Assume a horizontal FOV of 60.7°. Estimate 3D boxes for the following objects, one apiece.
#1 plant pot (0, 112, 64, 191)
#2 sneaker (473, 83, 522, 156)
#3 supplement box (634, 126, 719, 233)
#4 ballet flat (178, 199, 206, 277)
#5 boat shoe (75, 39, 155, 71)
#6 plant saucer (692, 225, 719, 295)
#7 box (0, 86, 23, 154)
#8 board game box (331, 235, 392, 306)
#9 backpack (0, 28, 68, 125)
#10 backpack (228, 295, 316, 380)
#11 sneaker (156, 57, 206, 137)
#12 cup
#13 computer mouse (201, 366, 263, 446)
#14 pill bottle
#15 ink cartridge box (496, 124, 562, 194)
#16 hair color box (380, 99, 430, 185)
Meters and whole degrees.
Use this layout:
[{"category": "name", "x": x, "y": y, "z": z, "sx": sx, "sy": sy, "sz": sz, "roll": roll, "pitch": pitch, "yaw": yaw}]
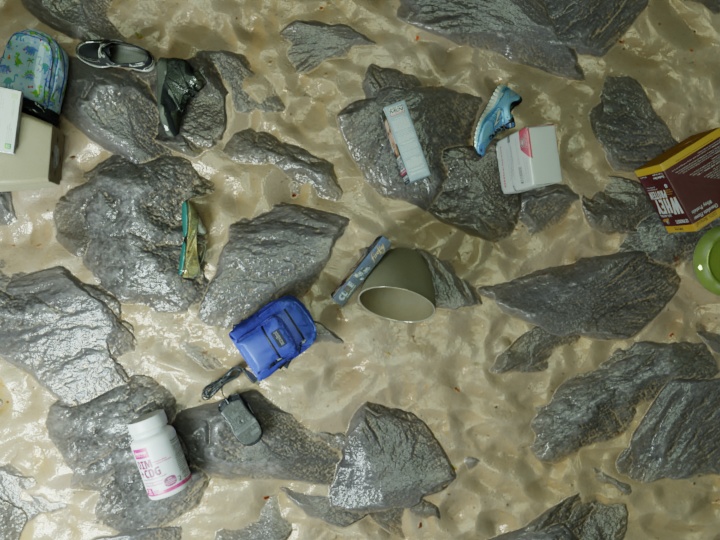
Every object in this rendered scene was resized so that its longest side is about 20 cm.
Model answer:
[{"category": "plant pot", "x": -0.831, "y": -0.288, "z": 1.492, "sx": 0.176, "sy": 0.200, "sz": 0.201, "roll": 5, "pitch": 91, "yaw": -16}, {"category": "sneaker", "x": 0.360, "y": -0.389, "z": 1.616, "sx": 0.090, "sy": 0.078, "sz": 0.201, "roll": 27, "pitch": 90, "yaw": 12}, {"category": "supplement box", "x": 0.891, "y": -0.237, "z": 1.643, "sx": 0.197, "sy": 0.133, "sz": 0.201, "roll": -31, "pitch": 93, "yaw": -3}, {"category": "ballet flat", "x": -0.431, "y": -0.081, "z": 1.588, "sx": 0.070, "sy": 0.071, "sz": 0.202, "roll": 3, "pitch": 91, "yaw": -4}, {"category": "boat shoe", "x": -0.625, "y": -0.547, "z": 1.554, "sx": 0.199, "sy": 0.060, "sz": 0.074, "roll": 12, "pitch": 92, "yaw": -5}, {"category": "plant saucer", "x": 1.030, "y": -0.028, "z": 1.712, "sx": 0.198, "sy": 0.031, "sz": 0.202, "roll": 0, "pitch": 91, "yaw": -4}, {"category": "box", "x": -0.866, "y": -0.347, "z": 1.358, "sx": 0.199, "sy": 0.036, "sz": 0.145, "roll": 8, "pitch": 90, "yaw": -23}, {"category": "board game box", "x": 0.000, "y": 0.000, "z": 1.583, "sx": 0.035, "sy": 0.135, "sz": 0.200, "roll": 39, "pitch": 88, "yaw": -4}, {"category": "backpack", "x": -0.804, "y": -0.486, "z": 1.514, "sx": 0.162, "sy": 0.154, "sz": 0.201, "roll": 19, "pitch": 78, "yaw": 2}, {"category": "backpack", "x": -0.208, "y": 0.169, "z": 1.560, "sx": 0.199, "sy": 0.168, "sz": 0.163, "roll": -33, "pitch": 100, "yaw": -6}, {"category": "sneaker", "x": -0.454, "y": -0.442, "z": 1.563, "sx": 0.113, "sy": 0.076, "sz": 0.201, "roll": -1, "pitch": 87, "yaw": 2}, {"category": "cup", "x": 0.104, "y": 0.028, "z": 1.580, "sx": 0.199, "sy": 0.201, "sz": 0.144, "roll": 16, "pitch": 62, "yaw": -5}, {"category": "computer mouse", "x": -0.308, "y": 0.350, "z": 1.620, "sx": 0.140, "sy": 0.046, "sz": 0.200, "roll": -41, "pitch": 89, "yaw": -6}, {"category": "pill bottle", "x": -0.516, "y": 0.467, "z": 1.570, "sx": 0.113, "sy": 0.113, "sz": 0.201, "roll": -19, "pitch": 93, "yaw": -3}, {"category": "ink cartridge box", "x": 0.427, "y": -0.280, "z": 1.573, "sx": 0.084, "sy": 0.200, "sz": 0.147, "roll": -9, "pitch": 93, "yaw": -9}, {"category": "hair color box", "x": 0.116, "y": -0.329, "z": 1.598, "sx": 0.060, "sy": 0.099, "sz": 0.201, "roll": -20, "pitch": 93, "yaw": -3}]
